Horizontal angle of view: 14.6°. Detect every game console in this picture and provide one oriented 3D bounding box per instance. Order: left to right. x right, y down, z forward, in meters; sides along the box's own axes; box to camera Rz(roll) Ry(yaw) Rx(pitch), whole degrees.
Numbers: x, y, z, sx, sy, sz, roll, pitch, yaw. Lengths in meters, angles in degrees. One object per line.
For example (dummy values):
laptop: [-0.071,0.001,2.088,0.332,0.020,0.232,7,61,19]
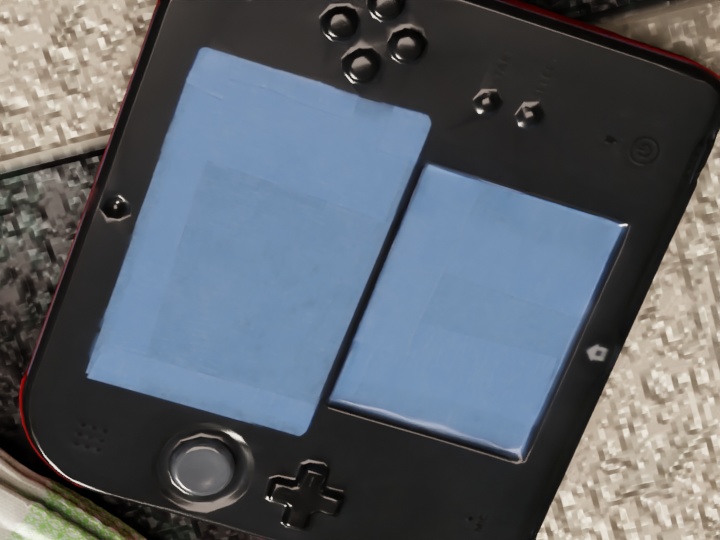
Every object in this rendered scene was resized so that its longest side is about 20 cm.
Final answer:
game console: [0.000,0.000,0.872,0.177,0.031,0.200,19,115,-8]

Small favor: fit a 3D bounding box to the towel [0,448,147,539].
towel: [-0.111,0.141,0.947,0.200,0.031,0.149,34,114,-17]
